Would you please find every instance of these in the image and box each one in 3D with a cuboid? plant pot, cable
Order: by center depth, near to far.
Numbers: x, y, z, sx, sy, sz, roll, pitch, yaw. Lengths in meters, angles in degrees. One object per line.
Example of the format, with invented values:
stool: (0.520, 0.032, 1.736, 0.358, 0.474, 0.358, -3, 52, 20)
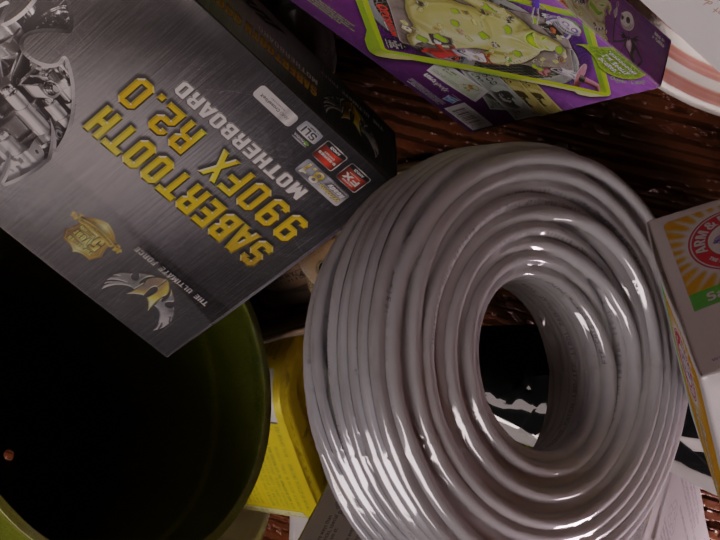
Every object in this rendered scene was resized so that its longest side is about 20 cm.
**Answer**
cable: (0.068, 0.043, 0.681, 0.069, 0.198, 0.203, -9, 91, 52)
plant pot: (-0.185, 0.074, 0.819, 0.192, 0.201, 0.201, -21, 120, 42)

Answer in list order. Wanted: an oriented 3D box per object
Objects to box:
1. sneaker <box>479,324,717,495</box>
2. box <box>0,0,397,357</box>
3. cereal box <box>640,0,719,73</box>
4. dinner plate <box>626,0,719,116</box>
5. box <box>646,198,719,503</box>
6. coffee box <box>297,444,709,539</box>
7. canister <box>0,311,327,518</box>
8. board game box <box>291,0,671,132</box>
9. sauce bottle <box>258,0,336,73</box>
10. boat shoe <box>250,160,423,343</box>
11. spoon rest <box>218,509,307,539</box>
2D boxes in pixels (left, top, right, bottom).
sneaker: (0.142, 0.043, 0.787, 0.198, 0.073, 0.113, 16, 135, 2)
box: (-0.105, -0.069, 0.696, 0.158, 0.049, 0.200, -35, 120, 25)
cereal box: (0.198, -0.135, 0.551, 0.143, 0.040, 0.200, 38, 139, -12)
dinner plate: (0.172, -0.142, 0.608, 0.198, 0.024, 0.201, 17, 139, 15)
box: (0.230, 0.021, 0.624, 0.198, 0.102, 0.113, -18, 127, 9)
coffee box: (0.084, 0.206, 0.883, 0.196, 0.201, 0.201, 4, 134, 27)
canister: (-0.109, 0.084, 0.954, 0.198, 0.087, 0.150, 4, 134, 24)
board game box: (0.023, -0.126, 0.636, 0.199, 0.033, 0.119, 32, 160, -33)
sauce bottle: (-0.045, -0.092, 0.747, 0.065, 0.066, 0.201, 23, 133, 6)
boat shoe: (0.000, 0.000, 0.820, 0.199, 0.065, 0.071, -21, 120, 42)
spoon rest: (-0.086, 0.171, 0.981, 0.098, 0.199, 0.061, 3, 93, 32)
